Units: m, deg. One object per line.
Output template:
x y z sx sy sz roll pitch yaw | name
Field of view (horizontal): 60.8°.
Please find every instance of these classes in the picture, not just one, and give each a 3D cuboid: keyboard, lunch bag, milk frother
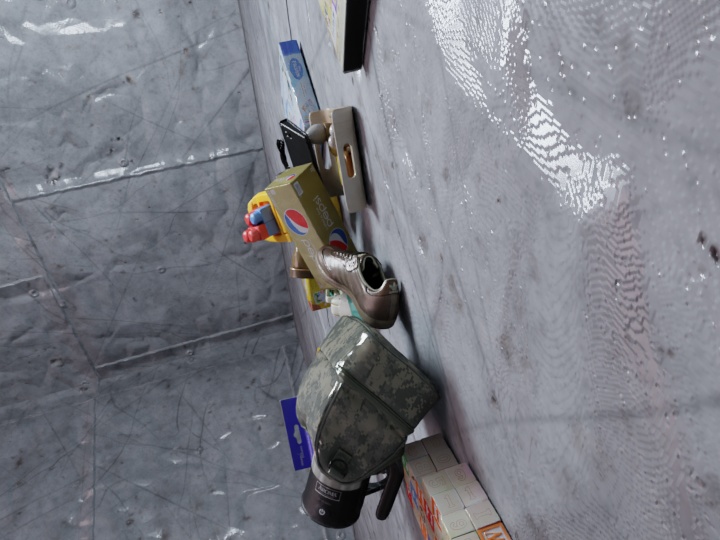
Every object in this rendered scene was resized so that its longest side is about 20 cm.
-0.098 -0.169 1.042 0.126 0.020 0.203 36 154 35 | keyboard
-0.008 0.168 0.799 0.139 0.169 0.200 42 175 -13 | lunch bag
-0.004 0.340 1.143 0.201 0.175 0.194 -80 5 -72 | milk frother

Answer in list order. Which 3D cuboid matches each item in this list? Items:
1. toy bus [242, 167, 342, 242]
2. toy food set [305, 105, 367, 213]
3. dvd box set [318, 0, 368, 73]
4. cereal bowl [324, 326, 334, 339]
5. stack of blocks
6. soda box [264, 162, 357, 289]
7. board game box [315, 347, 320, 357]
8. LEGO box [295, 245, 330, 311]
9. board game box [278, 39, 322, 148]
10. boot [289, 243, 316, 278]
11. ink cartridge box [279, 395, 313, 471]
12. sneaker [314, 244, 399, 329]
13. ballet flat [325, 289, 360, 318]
-0.156 -0.113 1.208 0.198 0.189 0.139 5 121 61 | toy bus
-0.044 -0.175 0.957 0.200 0.059 0.148 -133 31 -71 | toy food set
-0.034 -0.368 0.739 0.147 0.029 0.205 99 155 -66 | dvd box set
-0.028 0.216 1.231 0.200 0.080 0.207 -2 -90 -87 | cereal bowl
0.105 0.282 0.704 0.201 0.057 0.118 -121 20 -61 | stack of blocks
-0.072 -0.068 1.011 0.066 0.064 0.203 -4 123 42 | soda box
-0.081 0.232 1.204 0.200 0.029 0.099 -74 -18 -76 | board game box
-0.103 -0.036 1.412 0.203 0.075 0.151 88 165 -46 | LEGO box
-0.122 -0.320 1.260 0.201 0.042 0.204 102 153 -67 | board game box
-0.068 -0.031 1.132 0.199 0.071 0.078 -12 -76 -71 | boot
-0.079 0.378 1.454 0.043 0.194 0.204 -124 22 -69 | ink cartridge box
0.000 0.000 0.900 0.200 0.069 0.077 44 129 43 | sneaker
-0.026 0.056 1.120 0.200 0.068 0.069 -128 24 -67 | ballet flat
